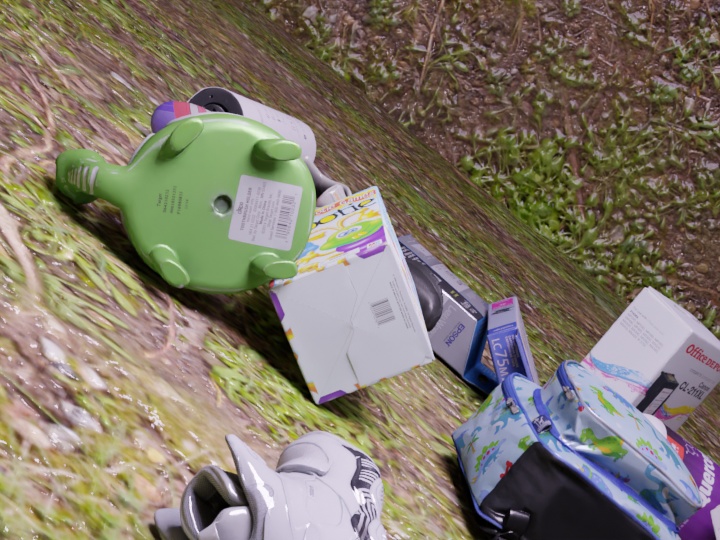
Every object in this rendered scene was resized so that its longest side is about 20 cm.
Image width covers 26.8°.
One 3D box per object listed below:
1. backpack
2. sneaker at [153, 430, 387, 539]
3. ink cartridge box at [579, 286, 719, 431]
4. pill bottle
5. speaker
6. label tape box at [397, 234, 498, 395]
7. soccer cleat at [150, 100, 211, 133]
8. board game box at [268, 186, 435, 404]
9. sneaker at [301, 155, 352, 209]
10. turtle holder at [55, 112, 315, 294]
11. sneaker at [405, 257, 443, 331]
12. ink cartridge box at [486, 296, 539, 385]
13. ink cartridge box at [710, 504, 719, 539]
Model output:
[{"bbox_3d":[0.178,0.168,1.252,0.183,0.147,0.200,38,8,-19],"label":"backpack"},{"bbox_3d":[-0.047,0.127,0.833,0.115,0.075,0.200,39,14,-20],"label":"sneaker"},{"bbox_3d":[0.307,0.133,1.684,0.145,0.200,0.083,25,18,-52],"label":"ink cartridge box"},{"bbox_3d":[0.307,0.224,1.552,0.200,0.113,0.113,37,11,-16],"label":"pill bottle"},{"bbox_3d":[-0.123,-0.150,1.696,0.081,0.081,0.200,43,11,18],"label":"speaker"},{"bbox_3d":[0.097,0.049,1.681,0.200,0.066,0.143,40,11,8],"label":"label tape box"},{"bbox_3d":[-0.143,-0.100,1.479,0.200,0.067,0.076,46,17,19],"label":"soccer cleat"},{"bbox_3d":[-0.011,0.015,1.255,0.200,0.102,0.105,-98,166,-74],"label":"board game box"},{"bbox_3d":[-0.018,-0.031,1.479,0.076,0.092,0.200,-32,63,-34],"label":"sneaker"},{"bbox_3d":[-0.131,-0.049,1.177,0.132,0.184,0.142,-152,-137,-74],"label":"turtle holder"},{"bbox_3d":[0.000,0.000,1.572,0.200,0.076,0.091,38,18,28],"label":"sneaker"},{"bbox_3d":[0.165,0.106,1.599,0.200,0.042,0.120,-73,147,-80],"label":"ink cartridge box"},{"bbox_3d":[0.421,0.320,1.434,0.147,0.085,0.201,30,41,-34],"label":"ink cartridge box"}]
